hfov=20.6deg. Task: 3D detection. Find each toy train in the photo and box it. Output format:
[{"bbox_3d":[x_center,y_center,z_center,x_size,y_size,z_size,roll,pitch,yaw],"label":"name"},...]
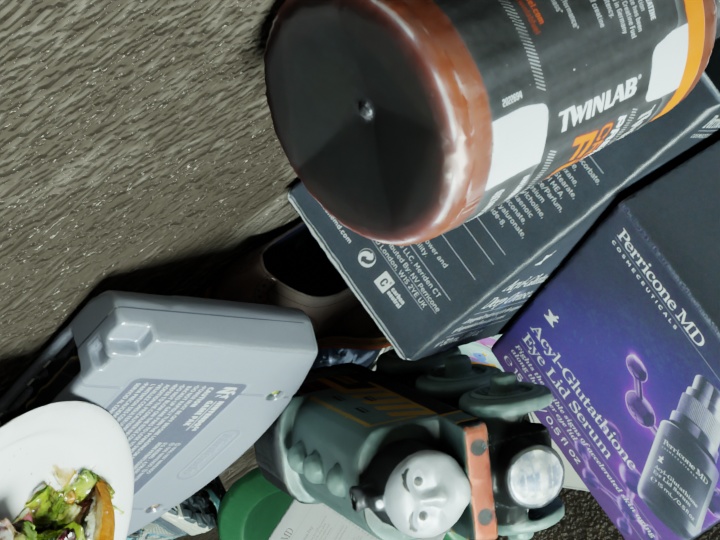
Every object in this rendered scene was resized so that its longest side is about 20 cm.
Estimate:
[{"bbox_3d":[0.022,0.089,0.988,0.114,0.085,0.200,-11,-168,-20],"label":"toy train"}]

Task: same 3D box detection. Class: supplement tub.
[{"bbox_3d":[0.066,-0.092,0.769,0.200,0.107,0.107,-28,167,-36],"label":"supplement tub"}]

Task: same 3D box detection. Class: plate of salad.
[{"bbox_3d":[-0.161,0.155,0.904,0.200,0.048,0.200,-45,150,-35],"label":"plate of salad"}]

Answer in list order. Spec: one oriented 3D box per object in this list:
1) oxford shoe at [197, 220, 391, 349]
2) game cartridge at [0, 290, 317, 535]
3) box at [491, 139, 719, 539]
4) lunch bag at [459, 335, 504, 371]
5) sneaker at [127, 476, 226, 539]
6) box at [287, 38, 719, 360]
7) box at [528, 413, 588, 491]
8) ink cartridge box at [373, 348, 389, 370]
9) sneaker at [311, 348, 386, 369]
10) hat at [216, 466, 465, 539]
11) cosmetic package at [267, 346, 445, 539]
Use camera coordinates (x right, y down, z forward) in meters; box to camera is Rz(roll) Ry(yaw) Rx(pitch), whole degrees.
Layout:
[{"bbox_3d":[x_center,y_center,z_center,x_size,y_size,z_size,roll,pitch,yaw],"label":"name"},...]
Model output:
[{"bbox_3d":[0.000,0.000,1.061,0.200,0.071,0.073,-24,160,-48],"label":"oxford shoe"},{"bbox_3d":[-0.115,0.076,0.984,0.133,0.041,0.200,11,140,-37],"label":"game cartridge"},{"bbox_3d":[0.172,0.039,0.980,0.104,0.148,0.200,-30,167,-24],"label":"box"},{"bbox_3d":[0.096,-0.002,1.225,0.200,0.077,0.161,122,-7,-70],"label":"lunch bag"},{"bbox_3d":[-0.139,0.152,1.259,0.086,0.078,0.200,-32,169,1],"label":"sneaker"},{"bbox_3d":[0.090,-0.061,0.981,0.200,0.107,0.148,-41,168,21],"label":"box"},{"bbox_3d":[0.209,0.046,1.329,0.128,0.109,0.200,5,-133,32],"label":"box"},{"bbox_3d":[0.087,0.031,1.428,0.200,0.084,0.146,-28,167,-40],"label":"ink cartridge box"},{"bbox_3d":[-0.063,0.061,1.107,0.200,0.075,0.085,-37,170,-2],"label":"sneaker"},{"bbox_3d":[0.009,0.123,1.262,0.176,0.200,0.166,-62,173,-47],"label":"hat"},{"bbox_3d":[0.008,0.128,1.099,0.200,0.082,0.051,-55,180,-42],"label":"cosmetic package"}]
